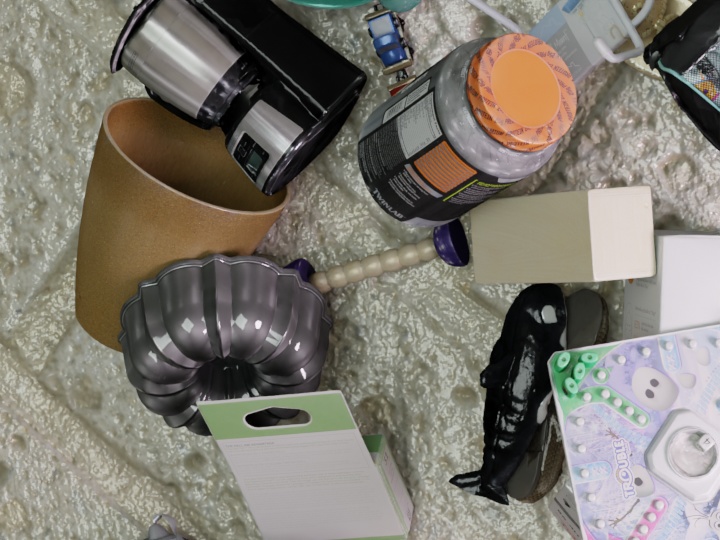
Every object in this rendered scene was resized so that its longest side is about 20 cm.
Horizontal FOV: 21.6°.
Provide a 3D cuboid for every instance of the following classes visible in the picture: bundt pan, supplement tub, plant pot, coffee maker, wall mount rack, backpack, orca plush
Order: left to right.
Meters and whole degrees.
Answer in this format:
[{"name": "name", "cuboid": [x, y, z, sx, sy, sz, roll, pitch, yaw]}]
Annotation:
[{"name": "plant pot", "cuboid": [-0.188, -0.028, 1.762, 0.186, 0.186, 0.201, 35, 117, 14]}, {"name": "bundt pan", "cuboid": [-0.122, 0.081, 1.716, 0.201, 0.202, 0.076, -24, 44, 18]}, {"name": "coffee maker", "cuboid": [-0.095, -0.197, 1.719, 0.200, 0.135, 0.192, 39, 79, 2]}, {"name": "supplement tub", "cuboid": [0.091, -0.120, 1.602, 0.200, 0.122, 0.123, -29, 81, 58]}, {"name": "orca plush", "cuboid": [0.121, 0.103, 1.678, 0.105, 0.071, 0.201, 42, 111, 49]}, {"name": "wall mount rack", "cuboid": [0.156, -0.225, 1.629, 0.200, 0.074, 0.175, -43, 71, 47]}, {"name": "backpack", "cuboid": [0.350, -0.149, 1.554, 0.153, 0.176, 0.200, -40, 94, 9]}]

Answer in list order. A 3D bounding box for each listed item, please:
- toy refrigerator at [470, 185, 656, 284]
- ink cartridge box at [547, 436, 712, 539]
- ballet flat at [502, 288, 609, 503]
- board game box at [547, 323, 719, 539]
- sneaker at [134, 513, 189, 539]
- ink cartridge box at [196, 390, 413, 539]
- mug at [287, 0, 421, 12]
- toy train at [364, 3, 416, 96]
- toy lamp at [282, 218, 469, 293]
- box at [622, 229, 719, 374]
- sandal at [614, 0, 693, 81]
[{"name": "toy refrigerator", "cuboid": [0.173, -0.029, 1.617, 0.200, 0.069, 0.077, -4, 91, 64]}, {"name": "ink cartridge box", "cuboid": [0.223, 0.217, 1.596, 0.067, 0.200, 0.116, -38, 79, -8]}, {"name": "ballet flat", "cuboid": [0.181, 0.115, 1.696, 0.067, 0.046, 0.202, 22, 95, 51]}, {"name": "board game box", "cuboid": [0.264, 0.145, 1.497, 0.198, 0.026, 0.202, -9, 77, -4]}, {"name": "sneaker", "cuboid": [-0.212, 0.334, 1.826, 0.115, 0.075, 0.200, 42, 100, 13]}, {"name": "ink cartridge box", "cuboid": [-0.048, 0.170, 1.715, 0.144, 0.048, 0.201, -6, 128, 20]}, {"name": "mug", "cuboid": [-0.027, -0.315, 1.680, 0.151, 0.185, 0.115, 1, 60, 18]}, {"name": "toy train", "cuboid": [0.045, -0.151, 1.728, 0.034, 0.046, 0.202, -20, 86, 19]}, {"name": "toy lamp", "cuboid": [0.000, 0.000, 1.745, 0.199, 0.058, 0.059, -18, 86, 20]}, {"name": "box", "cuboid": [0.282, 0.068, 1.600, 0.097, 0.124, 0.202, 1, 93, -6]}, {"name": "sandal", "cuboid": [0.224, -0.236, 1.649, 0.211, 0.070, 0.078, 42, 105, 13]}]
